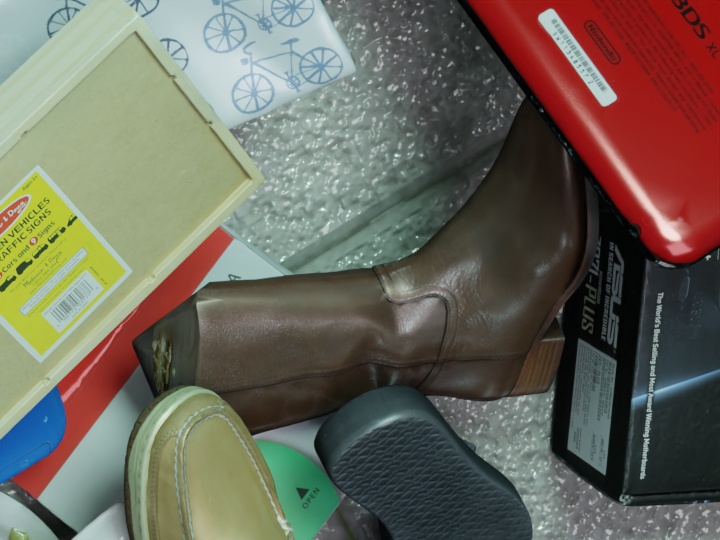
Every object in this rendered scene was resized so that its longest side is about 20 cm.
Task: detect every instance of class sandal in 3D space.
[{"bbox_3d":[0.032,0.104,1.275,0.076,0.043,0.200,-29,144,-1],"label":"sandal"}]

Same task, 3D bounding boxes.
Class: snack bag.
[{"bbox_3d":[-0.124,-0.134,1.132,0.188,0.021,0.200,-22,113,6],"label":"snack bag"}]

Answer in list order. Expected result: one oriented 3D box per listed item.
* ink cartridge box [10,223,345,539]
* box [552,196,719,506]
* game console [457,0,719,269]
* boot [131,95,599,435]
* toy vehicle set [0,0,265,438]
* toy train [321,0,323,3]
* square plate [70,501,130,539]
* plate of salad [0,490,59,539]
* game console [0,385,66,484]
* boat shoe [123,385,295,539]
[{"bbox_3d":[-0.089,0.058,1.251,0.200,0.050,0.161,38,89,-27],"label":"ink cartridge box"},{"bbox_3d":[0.193,0.009,1.325,0.164,0.086,0.200,-1,104,-22],"label":"box"},{"bbox_3d":[0.134,-0.103,1.199,0.172,0.119,0.200,-32,79,-18],"label":"game console"},{"bbox_3d":[0.000,0.000,1.193,0.200,0.064,0.187,-6,127,-16],"label":"boot"},{"bbox_3d":[-0.142,-0.009,1.106,0.200,0.027,0.124,-44,140,-7],"label":"toy vehicle set"},{"bbox_3d":[-0.012,-0.181,1.202,0.200,0.085,0.114,-24,124,-16],"label":"toy train"},{"bbox_3d":[-0.126,0.224,1.249,0.200,0.028,0.198,-42,133,3],"label":"square plate"},{"bbox_3d":[-0.219,0.190,1.236,0.200,0.048,0.200,-5,105,-20],"label":"plate of salad"},{"bbox_3d":[-0.252,0.023,1.182,0.171,0.118,0.200,-32,108,-45],"label":"game console"},{"bbox_3d":[-0.047,0.143,1.181,0.072,0.076,0.200,-34,125,-28],"label":"boat shoe"}]
